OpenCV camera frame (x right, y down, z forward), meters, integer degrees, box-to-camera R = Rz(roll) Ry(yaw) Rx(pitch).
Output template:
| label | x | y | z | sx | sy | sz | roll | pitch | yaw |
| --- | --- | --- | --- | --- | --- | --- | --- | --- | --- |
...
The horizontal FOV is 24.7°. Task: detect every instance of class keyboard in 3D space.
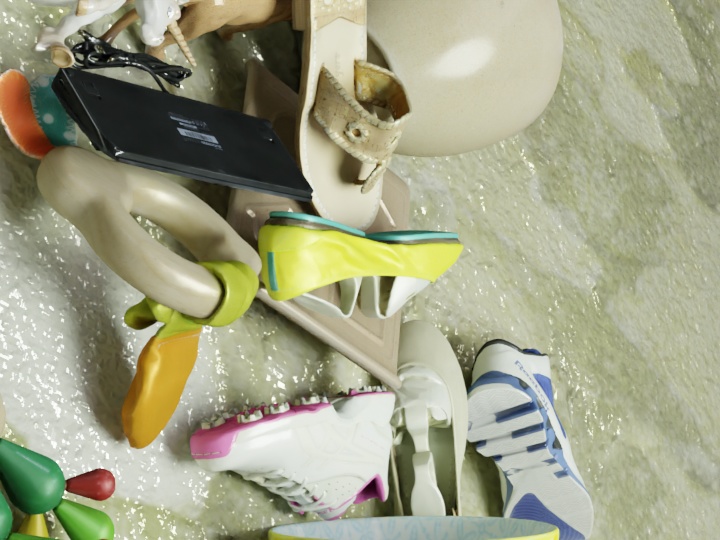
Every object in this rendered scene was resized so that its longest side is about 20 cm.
| label | x | y | z | sx | sy | sz | roll | pitch | yaw |
| --- | --- | --- | --- | --- | --- | --- | --- | --- | --- |
| keyboard | -0.120 | -0.098 | 1.059 | 0.199 | 0.021 | 0.128 | 11 | 39 | -53 |

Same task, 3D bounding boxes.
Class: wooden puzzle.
| label | x | y | z | sx | sy | sz | roll | pitch | yaw |
| --- | --- | --- | --- | --- | --- | --- | --- | --- | --- |
| wooden puzzle | -0.036 | -0.029 | 1.196 | 0.185 | 0.046 | 0.202 | 37 | 42 | -39 |

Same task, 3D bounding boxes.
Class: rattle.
| label | x | y | z | sx | sy | sz | roll | pitch | yaw |
| --- | --- | --- | --- | --- | --- | --- | --- | --- | --- |
| rattle | -0.171 | -0.012 | 1.027 | 0.199 | 0.143 | 0.131 | 33 | 36 | -10 |

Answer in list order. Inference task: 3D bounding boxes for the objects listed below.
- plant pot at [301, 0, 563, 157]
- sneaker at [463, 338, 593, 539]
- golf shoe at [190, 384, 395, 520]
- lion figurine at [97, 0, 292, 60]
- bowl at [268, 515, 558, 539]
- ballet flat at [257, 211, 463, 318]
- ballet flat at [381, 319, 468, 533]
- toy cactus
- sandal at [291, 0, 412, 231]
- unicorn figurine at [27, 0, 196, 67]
| label | x | y | z | sx | sy | sz | roll | pitch | yaw |
| --- | --- | --- | --- | --- | --- | --- | --- | --- | --- |
| plant pot | 0.033 | -0.166 | 1.225 | 0.134 | 0.199 | 0.202 | -35 | 108 | -41 |
| sneaker | 0.140 | 0.129 | 1.357 | 0.116 | 0.080 | 0.200 | -81 | 153 | -50 |
| golf shoe | -0.038 | 0.131 | 1.136 | 0.199 | 0.075 | 0.093 | -3 | 85 | -52 |
| lion figurine | -0.086 | -0.190 | 1.122 | 0.200 | 0.122 | 0.073 | -39 | 111 | -50 |
| bowl | 0.036 | 0.227 | 1.108 | 0.199 | 0.199 | 0.109 | 3 | 84 | -52 |
| ballet flat | 0.000 | 0.000 | 1.139 | 0.199 | 0.066 | 0.068 | 5 | 86 | -52 |
| ballet flat | 0.049 | 0.134 | 1.246 | 0.069 | 0.069 | 0.202 | 6 | 75 | -52 |
| toy cactus | -0.211 | 0.114 | 0.905 | 0.199 | 0.102 | 0.167 | 4 | 67 | -44 |
| sandal | 0.001 | -0.117 | 1.123 | 0.077 | 0.069 | 0.214 | -23 | 116 | -37 |
| unicorn figurine | -0.181 | -0.168 | 0.977 | 0.199 | 0.074 | 0.138 | 27 | 30 | -12 |
